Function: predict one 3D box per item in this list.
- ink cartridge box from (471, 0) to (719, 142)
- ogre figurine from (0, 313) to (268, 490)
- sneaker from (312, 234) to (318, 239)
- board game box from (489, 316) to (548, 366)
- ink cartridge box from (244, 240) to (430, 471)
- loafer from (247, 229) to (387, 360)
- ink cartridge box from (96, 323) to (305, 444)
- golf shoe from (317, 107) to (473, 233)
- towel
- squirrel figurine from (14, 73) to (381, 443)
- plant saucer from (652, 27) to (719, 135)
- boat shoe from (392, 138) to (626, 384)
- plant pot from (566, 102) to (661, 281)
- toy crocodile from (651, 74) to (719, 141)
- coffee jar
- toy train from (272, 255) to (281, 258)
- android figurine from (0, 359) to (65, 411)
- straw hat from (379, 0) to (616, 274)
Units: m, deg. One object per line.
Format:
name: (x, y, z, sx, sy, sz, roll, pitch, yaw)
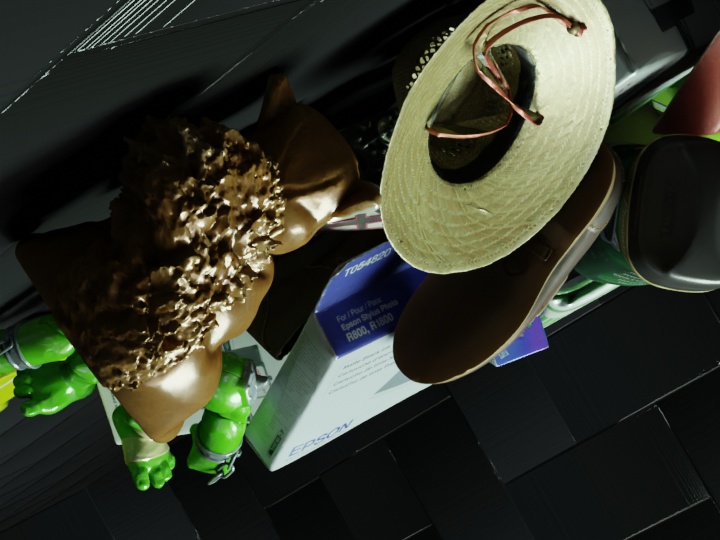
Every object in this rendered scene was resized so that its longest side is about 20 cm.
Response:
ink cartridge box: (0.161, -0.151, 1.391, 0.146, 0.084, 0.199, -35, 174, 38)
ogre figurine: (-0.152, 0.071, 1.375, 0.120, 0.200, 0.098, -42, -171, 41)
sneaker: (-0.020, -0.058, 1.501, 0.082, 0.071, 0.199, -11, 164, -34)
board game box: (0.078, -0.013, 1.592, 0.044, 0.136, 0.200, -19, -168, -10)
ink cartridge box: (0.029, 0.037, 1.405, 0.199, 0.041, 0.201, -26, 157, -36)
loafer: (0.000, 0.000, 1.436, 0.199, 0.071, 0.073, -31, 171, 21)
ink cartridge box: (-0.089, 0.058, 1.577, 0.198, 0.084, 0.147, -10, -163, 20)
golf shoe: (-0.009, -0.059, 1.306, 0.198, 0.078, 0.088, 0, 168, -30)
towel: (0.188, 0.009, 1.600, 0.152, 0.024, 0.200, -29, 176, -11)
squirrel figurine: (-0.079, -0.016, 1.097, 0.186, 0.142, 0.200, -37, 179, -5)
plant saucer: (0.304, -0.181, 1.370, 0.199, 0.037, 0.201, -34, 162, -38)
boat shoe: (0.103, -0.002, 1.340, 0.200, 0.070, 0.070, -46, 167, 5)
plant pot: (0.166, -0.090, 1.610, 0.199, 0.176, 0.200, -31, 176, -2)
toy crocodile: (0.282, -0.107, 1.452, 0.067, 0.062, 0.200, -23, -144, -23)
coffee jar: (0.206, -0.039, 1.400, 0.084, 0.105, 0.200, 7, -179, -9)
toy train: (-0.098, -0.023, 1.424, 0.149, 0.056, 0.200, -21, 169, -39)
android figurine: (-0.285, 0.090, 1.488, 0.181, 0.041, 0.200, -32, 177, 12)
straw hat: (0.063, -0.106, 1.249, 0.200, 0.085, 0.202, -26, 137, -28)
